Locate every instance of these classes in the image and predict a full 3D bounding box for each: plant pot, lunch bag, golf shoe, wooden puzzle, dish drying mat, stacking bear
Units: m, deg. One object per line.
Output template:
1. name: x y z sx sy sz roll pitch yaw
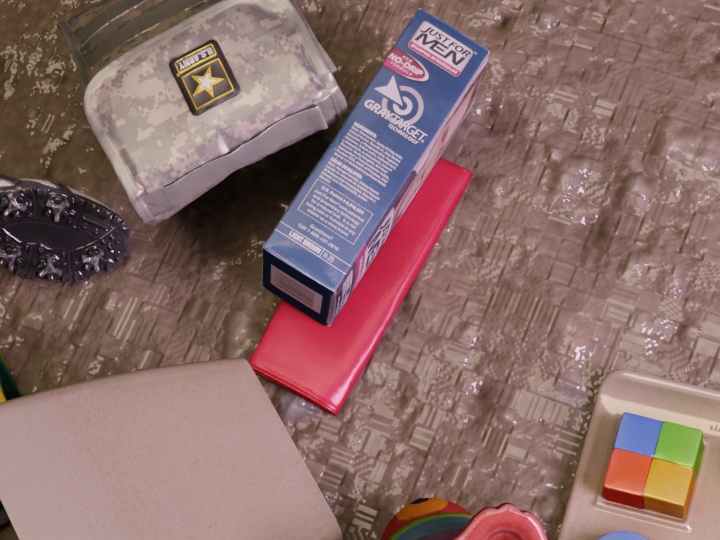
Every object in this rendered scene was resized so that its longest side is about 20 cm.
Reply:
1. plant pot: -0.117 0.170 1.158 0.176 0.200 0.201 -26 65 -12
2. lunch bag: -0.108 -0.131 1.278 0.163 0.118 0.200 -28 37 -1
3. golf shoe: -0.265 -0.048 1.330 0.198 0.078 0.095 8 27 -10
4. wooden puzzle: 0.218 0.171 1.163 0.184 0.046 0.202 12 71 15
5. dish drying mat: 0.000 0.000 1.292 0.076 0.018 0.201 25 74 17
6. stacking bear: 0.051 0.192 1.109 0.120 0.200 0.115 -19 93 -2

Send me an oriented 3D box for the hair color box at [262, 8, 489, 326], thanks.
1. hair color box: 0.010 -0.068 1.249 0.060 0.100 0.201 31 76 5

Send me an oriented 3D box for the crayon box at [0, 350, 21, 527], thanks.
1. crayon box: -0.334 0.124 1.285 0.199 0.058 0.173 -29 65 -1
